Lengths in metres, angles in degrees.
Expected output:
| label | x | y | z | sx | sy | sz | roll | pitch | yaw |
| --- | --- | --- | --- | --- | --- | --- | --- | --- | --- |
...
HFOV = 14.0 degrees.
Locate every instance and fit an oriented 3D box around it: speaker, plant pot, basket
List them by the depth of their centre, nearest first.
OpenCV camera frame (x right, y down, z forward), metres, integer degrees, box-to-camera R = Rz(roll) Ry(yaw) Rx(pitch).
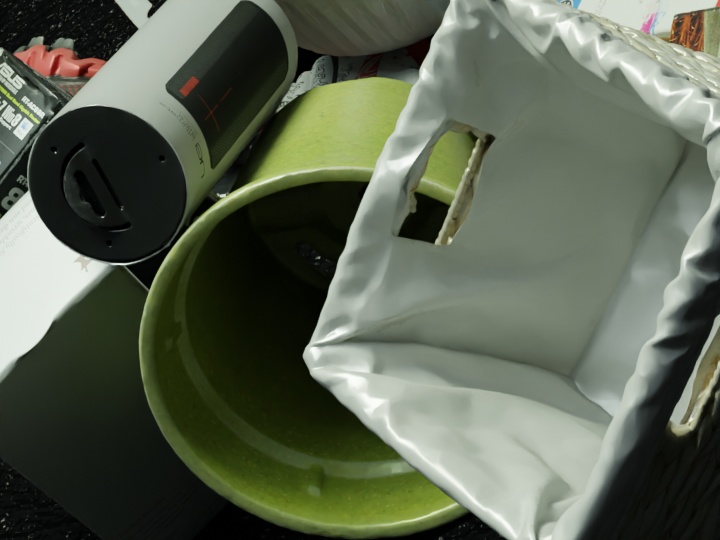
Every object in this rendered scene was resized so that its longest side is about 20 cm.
| label | x | y | z | sx | sy | sz | roll | pitch | yaw |
| --- | --- | --- | --- | --- | --- | --- | --- | --- | --- |
| basket | 0.116 | 0.007 | 1.226 | 0.200 | 0.160 | 0.199 | 38 | 110 | 48 |
| speaker | -0.094 | -0.076 | 1.427 | 0.081 | 0.081 | 0.200 | -28 | 13 | 24 |
| plant pot | 0.000 | 0.000 | 1.448 | 0.200 | 0.201 | 0.184 | -32 | 21 | 18 |

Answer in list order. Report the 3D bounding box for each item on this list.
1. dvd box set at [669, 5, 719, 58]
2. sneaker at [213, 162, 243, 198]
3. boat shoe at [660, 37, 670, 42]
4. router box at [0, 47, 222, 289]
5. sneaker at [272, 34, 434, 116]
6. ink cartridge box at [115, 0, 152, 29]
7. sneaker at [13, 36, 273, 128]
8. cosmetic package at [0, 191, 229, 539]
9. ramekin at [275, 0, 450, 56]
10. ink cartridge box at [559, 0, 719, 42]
| label | x | y | z | sx | sy | sz | roll | pitch | yaw |
| --- | --- | --- | --- | --- | --- | --- | --- | --- | --- |
| dvd box set | 0.191 | -0.032 | 1.336 | 0.146 | 0.029 | 0.201 | -6 | 66 | 44 |
| sneaker | -0.128 | -0.001 | 1.692 | 0.199 | 0.073 | 0.112 | -17 | 36 | 24 |
| boat shoe | 0.140 | -0.071 | 1.463 | 0.199 | 0.072 | 0.072 | 11 | 68 | 29 |
| router box | -0.157 | -0.005 | 1.521 | 0.150 | 0.200 | 0.062 | -53 | 51 | 3 |
| sneaker | 0.012 | -0.074 | 1.616 | 0.108 | 0.067 | 0.202 | -39 | 28 | 9 |
| ink cartridge box | -0.047 | -0.196 | 1.822 | 0.200 | 0.057 | 0.163 | -39 | 32 | -1 |
| sneaker | -0.134 | -0.080 | 1.678 | 0.200 | 0.071 | 0.098 | 4 | 64 | 39 |
| cosmetic package | -0.134 | 0.060 | 1.483 | 0.113 | 0.200 | 0.081 | -44 | 50 | -4 |
| ramekin | -0.001 | -0.212 | 1.603 | 0.200 | 0.105 | 0.201 | -16 | 53 | 23 |
| ink cartridge box | 0.185 | -0.141 | 1.495 | 0.200 | 0.067 | 0.116 | -5 | 47 | 46 |
